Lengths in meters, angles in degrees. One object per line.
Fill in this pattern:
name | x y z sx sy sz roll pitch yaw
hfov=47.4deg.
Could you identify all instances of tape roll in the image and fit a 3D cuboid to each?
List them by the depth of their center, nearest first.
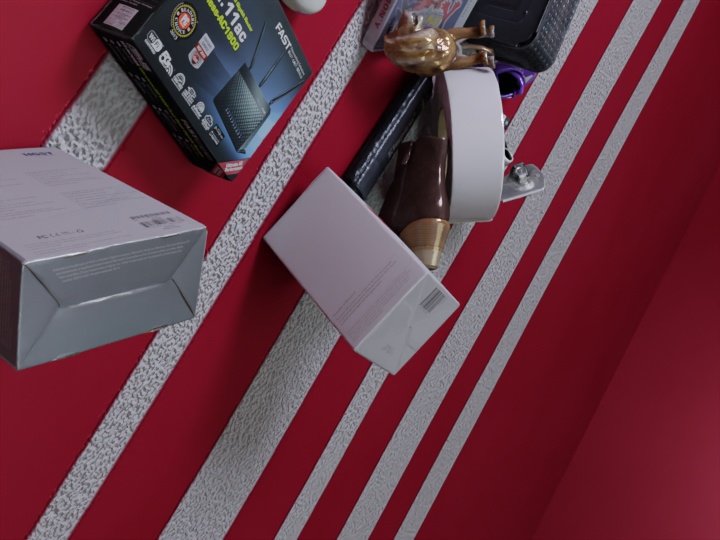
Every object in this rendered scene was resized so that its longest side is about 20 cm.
tape roll | 0.143 -0.170 1.116 0.202 0.069 0.209 177 -90 -87

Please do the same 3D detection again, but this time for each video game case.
video game case | 0.103 -0.359 1.016 0.198 0.023 0.184 -23 151 -49

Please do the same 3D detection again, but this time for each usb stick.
usb stick | 0.039 -0.180 1.094 0.202 0.032 0.056 -58 153 -15

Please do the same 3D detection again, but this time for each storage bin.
storage bin | 0.230 -0.398 1.139 0.093 0.133 0.204 15 98 -59

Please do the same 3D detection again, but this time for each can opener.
can opener | 0.191 -0.112 1.267 0.195 0.054 0.067 -17 149 -3

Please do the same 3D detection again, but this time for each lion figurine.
lion figurine | 0.105 -0.277 1.034 0.200 0.119 0.075 -16 101 -73

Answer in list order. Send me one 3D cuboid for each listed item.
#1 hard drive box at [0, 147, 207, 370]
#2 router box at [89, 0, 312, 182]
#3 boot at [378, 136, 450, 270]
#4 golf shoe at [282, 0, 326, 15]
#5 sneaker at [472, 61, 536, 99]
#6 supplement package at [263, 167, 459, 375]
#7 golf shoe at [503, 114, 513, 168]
hard drive box | -0.237 -0.022 0.606 0.154 0.197 0.079 -15 125 -51
router box | -0.137 -0.205 0.768 0.151 0.061 0.201 -57 149 -17
boot | 0.053 -0.080 1.093 0.071 0.198 0.171 10 81 -32
golf shoe | -0.053 -0.332 0.787 0.076 0.090 0.202 -49 147 -27
sneaker | 0.226 -0.290 1.263 0.198 0.082 0.082 -29 134 -47
supplement package | 0.000 0.000 0.972 0.120 0.200 0.121 -45 149 4
golf shoe | 0.193 -0.166 1.289 0.073 0.091 0.203 -49 148 -32
